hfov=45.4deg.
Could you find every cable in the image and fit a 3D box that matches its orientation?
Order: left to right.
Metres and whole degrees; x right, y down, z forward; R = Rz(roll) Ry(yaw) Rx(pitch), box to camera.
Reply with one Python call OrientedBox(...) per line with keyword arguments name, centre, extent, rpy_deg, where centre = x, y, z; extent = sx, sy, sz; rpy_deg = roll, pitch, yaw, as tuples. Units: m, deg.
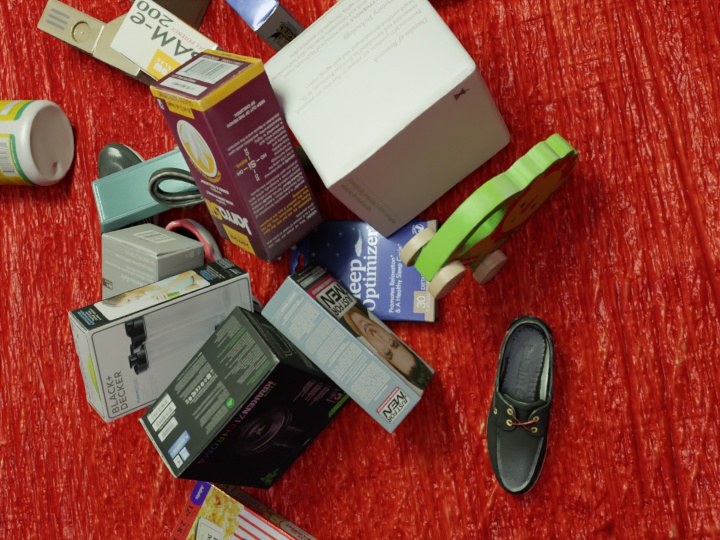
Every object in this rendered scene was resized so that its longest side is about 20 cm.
OrientedBox(name="cable", centre=(-0.154, -0.082, 1.042), extent=(0.098, 0.197, 0.051), rpy_deg=(-51, 35, 27))

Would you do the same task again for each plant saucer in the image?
OrientedBox(name="plant saucer", centre=(-0.243, -0.113, 1.069), extent=(0.196, 0.019, 0.071), rpy_deg=(-20, 78, 8))

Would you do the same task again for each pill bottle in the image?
OrientedBox(name="pill bottle", centre=(-0.505, -0.175, 1.180), extent=(0.195, 0.113, 0.116), rpy_deg=(2, 86, 16))

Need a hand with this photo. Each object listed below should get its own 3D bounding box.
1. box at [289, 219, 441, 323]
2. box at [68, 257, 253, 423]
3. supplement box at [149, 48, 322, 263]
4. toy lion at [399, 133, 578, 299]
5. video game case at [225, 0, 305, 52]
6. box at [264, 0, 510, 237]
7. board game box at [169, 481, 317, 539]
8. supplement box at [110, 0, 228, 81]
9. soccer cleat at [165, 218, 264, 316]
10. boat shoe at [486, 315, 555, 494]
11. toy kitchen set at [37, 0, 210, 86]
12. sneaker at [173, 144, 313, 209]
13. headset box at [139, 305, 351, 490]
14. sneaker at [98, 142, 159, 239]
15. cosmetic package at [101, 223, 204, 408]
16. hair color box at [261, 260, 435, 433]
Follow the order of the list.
OrientedBox(name="box", centre=(0.000, 0.000, 1.061), extent=(0.195, 0.032, 0.124), rpy_deg=(1, 86, 17))
OrientedBox(name="box", centre=(-0.217, 0.076, 0.977), extent=(0.060, 0.197, 0.119), rpy_deg=(28, 129, 47))
OrientedBox(name="supplement box", centre=(-0.131, -0.124, 0.932), extent=(0.085, 0.203, 0.109), rpy_deg=(-38, 38, -24))
OrientedBox(name="toy lion", centre=(0.155, -0.067, 0.941), extent=(0.069, 0.199, 0.192), rpy_deg=(47, 117, 16))
OrientedBox(name="video game case", centre=(-0.142, -0.341, 1.052), extent=(0.045, 0.181, 0.200), rpy_deg=(-44, 75, 8))
OrientedBox(name="box", centre=(0.033, -0.182, 0.966), extent=(0.199, 0.199, 0.173), rpy_deg=(-37, 67, 8))
OrientedBox(name="board game box", centre=(-0.144, 0.368, 1.062), extent=(0.197, 0.046, 0.154), rpy_deg=(27, 93, 16))
OrientedBox(name="supplement box", centre=(-0.193, -0.241, 1.049), extent=(0.125, 0.200, 0.074), rpy_deg=(35, 95, 15))
OrientedBox(name="soccer cleat", centre=(-0.182, 0.022, 1.087), extent=(0.066, 0.076, 0.202), rpy_deg=(-35, 77, 10))
OrientedBox(name="boat shoe", centre=(0.181, 0.154, 0.980), extent=(0.072, 0.063, 0.207), rpy_deg=(7, 88, 14))
OrientedBox(name="toy kitchen set", centre=(-0.316, -0.376, 1.116), extent=(0.178, 0.163, 0.203), rpy_deg=(26, 92, 16))
OrientedBox(name="sneaker", centre=(-0.149, -0.113, 1.099), extent=(0.196, 0.067, 0.092), rpy_deg=(3, 92, 18))
OrientedBox(name="headset box", centre=(-0.121, 0.156, 1.000), extent=(0.174, 0.199, 0.093), rpy_deg=(-47, 59, 6))
OrientedBox(name="sneaker", centre=(-0.305, -0.078, 1.127), extent=(0.073, 0.084, 0.204), rpy_deg=(-22, 79, 12))
OrientedBox(name="cosmetic package", centre=(-0.255, 0.056, 1.059), extent=(0.105, 0.090, 0.205), rpy_deg=(16, 110, 32))
OrientedBox(name="hair color box", centre=(-0.011, 0.084, 0.997), extent=(0.199, 0.099, 0.061), rpy_deg=(43, 109, 3))
